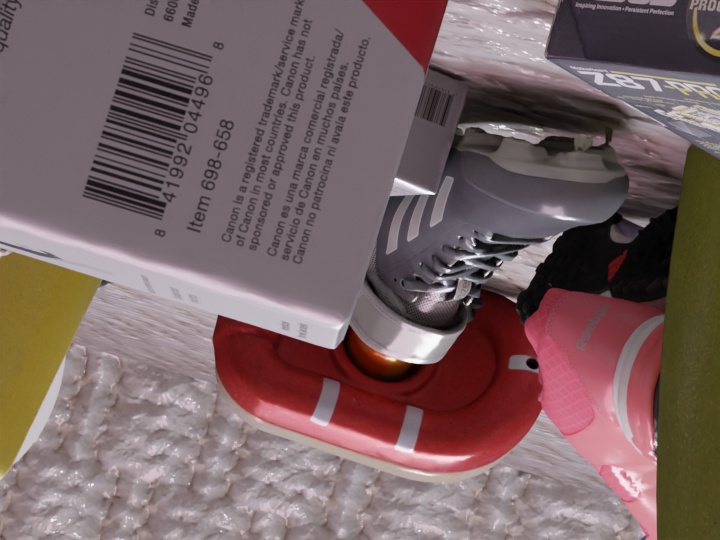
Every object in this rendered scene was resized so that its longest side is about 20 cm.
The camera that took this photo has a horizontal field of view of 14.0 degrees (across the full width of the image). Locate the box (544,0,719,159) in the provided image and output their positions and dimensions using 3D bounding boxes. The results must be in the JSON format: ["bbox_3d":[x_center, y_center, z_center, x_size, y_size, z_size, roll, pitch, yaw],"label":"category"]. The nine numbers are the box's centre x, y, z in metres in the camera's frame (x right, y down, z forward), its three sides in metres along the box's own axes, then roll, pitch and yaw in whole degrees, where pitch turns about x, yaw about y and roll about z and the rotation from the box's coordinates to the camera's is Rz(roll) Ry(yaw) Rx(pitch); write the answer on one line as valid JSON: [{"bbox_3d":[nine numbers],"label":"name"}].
[{"bbox_3d":[0.176,-0.044,0.823,0.200,0.049,0.161,11,173,45],"label":"box"}]

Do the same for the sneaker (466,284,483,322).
[{"bbox_3d":[0.000,0.000,1.537,0.115,0.076,0.200,22,170,-22],"label":"sneaker"}]

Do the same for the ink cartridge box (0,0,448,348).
[{"bbox_3d":[-0.079,-0.078,0.764,0.200,0.144,0.084,17,174,-1],"label":"ink cartridge box"}]

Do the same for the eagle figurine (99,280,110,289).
[{"bbox_3d":[-0.227,-0.021,1.873,0.152,0.151,0.200,-30,173,-42],"label":"eagle figurine"}]

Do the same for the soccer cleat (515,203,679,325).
[{"bbox_3d":[0.132,0.013,1.298,0.073,0.068,0.200,35,165,-15],"label":"soccer cleat"}]

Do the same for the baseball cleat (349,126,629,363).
[{"bbox_3d":[0.047,-0.011,1.187,0.070,0.107,0.200,5,-176,-23],"label":"baseball cleat"}]

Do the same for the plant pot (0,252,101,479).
[{"bbox_3d":[-0.270,-0.026,1.573,0.200,0.200,0.176,11,160,43],"label":"plant pot"}]

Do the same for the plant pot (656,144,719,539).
[{"bbox_3d":[0.186,0.072,1.109,0.187,0.200,0.187,17,173,2],"label":"plant pot"}]

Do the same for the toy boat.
[{"bbox_3d":[0.020,0.037,1.722,0.200,0.131,0.131,18,145,-8],"label":"toy boat"}]

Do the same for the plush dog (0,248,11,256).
[{"bbox_3d":[-0.173,-0.102,0.965,0.200,0.161,0.172,20,154,-31],"label":"plush dog"}]

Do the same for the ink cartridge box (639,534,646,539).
[{"bbox_3d":[0.240,0.122,1.368,0.146,0.200,0.084,21,-148,-45],"label":"ink cartridge box"}]

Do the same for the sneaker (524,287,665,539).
[{"bbox_3d":[0.122,0.060,1.264,0.087,0.074,0.200,27,161,26],"label":"sneaker"}]

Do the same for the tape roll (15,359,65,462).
[{"bbox_3d":[-0.336,0.085,2.578,0.037,0.203,0.203,13,173,32],"label":"tape roll"}]

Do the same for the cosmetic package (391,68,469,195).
[{"bbox_3d":[-0.066,-0.081,1.132,0.200,0.051,0.083,20,174,-23],"label":"cosmetic package"}]
